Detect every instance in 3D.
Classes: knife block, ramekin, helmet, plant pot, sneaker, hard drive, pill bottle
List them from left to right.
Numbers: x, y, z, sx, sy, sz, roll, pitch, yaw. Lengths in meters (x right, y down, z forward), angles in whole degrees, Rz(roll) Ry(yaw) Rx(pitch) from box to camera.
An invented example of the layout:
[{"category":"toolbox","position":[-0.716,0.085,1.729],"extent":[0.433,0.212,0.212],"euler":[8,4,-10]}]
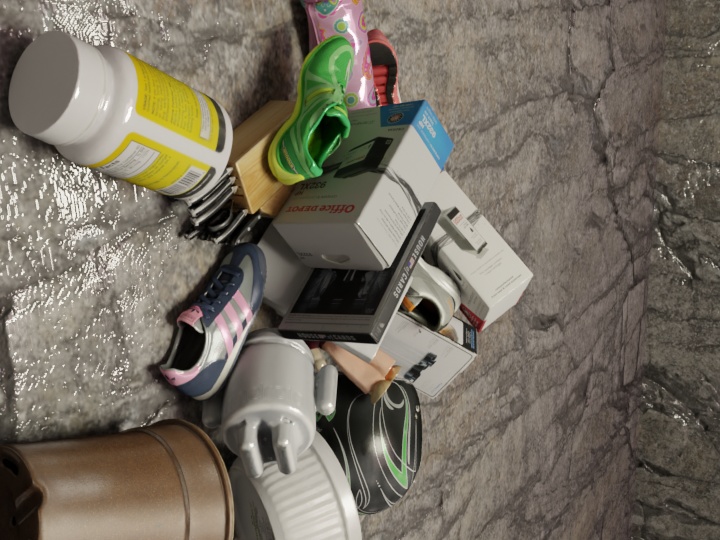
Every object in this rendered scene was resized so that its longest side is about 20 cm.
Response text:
[{"category":"plant pot","position":[-0.259,0.244,0.806],"extent":[0.197,0.199,0.203],"euler":[13,87,-51]},{"category":"pill bottle","position":[-0.227,-0.147,0.816],"extent":[0.199,0.113,0.116],"euler":[20,81,-58]},{"category":"sneaker","position":[-0.172,0.050,0.994],"extent":[0.082,0.069,0.202],"euler":[41,62,-54]},{"category":"knife block","position":[-0.146,-0.125,0.995],"extent":[0.175,0.063,0.203],"euler":[17,84,-58]},{"category":"ramekin","position":[-0.092,0.307,1.073],"extent":[0.104,0.200,0.203],"euler":[-15,113,-28]},{"category":"hard drive","position":[-0.045,0.014,1.089],"extent":[0.133,0.199,0.026],"euler":[-61,-179,-28]},{"category":"sneaker","position":[-0.041,-0.190,1.009],"extent":[0.074,0.083,0.202],"euler":[42,61,-51]},{"category":"helmet","position":[-0.005,0.250,1.202],"extent":[0.199,0.198,0.193],"euler":[25,66,-57]},{"category":"sneaker","position":[0.032,-0.259,1.238],"extent":[0.087,0.073,0.202],"euler":[-91,178,-50]},{"category":"sneaker","position":[0.053,0.008,1.157],"extent":[0.199,0.074,0.080],"euler":[36,41,-8]}]

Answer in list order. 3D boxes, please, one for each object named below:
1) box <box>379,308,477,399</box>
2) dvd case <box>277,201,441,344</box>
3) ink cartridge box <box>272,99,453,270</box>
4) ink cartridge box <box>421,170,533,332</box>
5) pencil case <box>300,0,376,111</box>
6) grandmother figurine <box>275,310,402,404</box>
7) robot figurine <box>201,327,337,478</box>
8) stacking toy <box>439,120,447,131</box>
[{"category":"box","position":[0.060,0.095,1.232],"extent":[0.117,0.199,0.060],"euler":[-52,-163,34]},{"category":"dvd case","position":[0.000,0.000,1.020],"extent":[0.025,0.149,0.201],"euler":[51,53,-35]},{"category":"ink cartridge box","position":[0.005,-0.105,1.035],"extent":[0.084,0.144,0.201],"euler":[51,55,-37]},{"category":"ink cartridge box","position":[0.147,-0.025,1.228],"extent":[0.083,0.201,0.147],"euler":[-36,165,-10]},{"category":"pencil case","position":[-0.028,-0.273,1.127],"extent":[0.087,0.087,0.202],"euler":[-38,130,-47]},{"category":"grandmother figurine","position":[-0.036,0.086,1.130],"extent":[0.061,0.199,0.121],"euler":[-51,177,26]},{"category":"robot figurine","position":[-0.110,0.151,1.024],"extent":[0.201,0.167,0.114],"euler":[-96,-177,-49]},{"category":"stacking toy","position":[0.102,-0.142,1.380],"extent":[0.085,0.085,0.202],"euler":[-43,138,-44]}]
